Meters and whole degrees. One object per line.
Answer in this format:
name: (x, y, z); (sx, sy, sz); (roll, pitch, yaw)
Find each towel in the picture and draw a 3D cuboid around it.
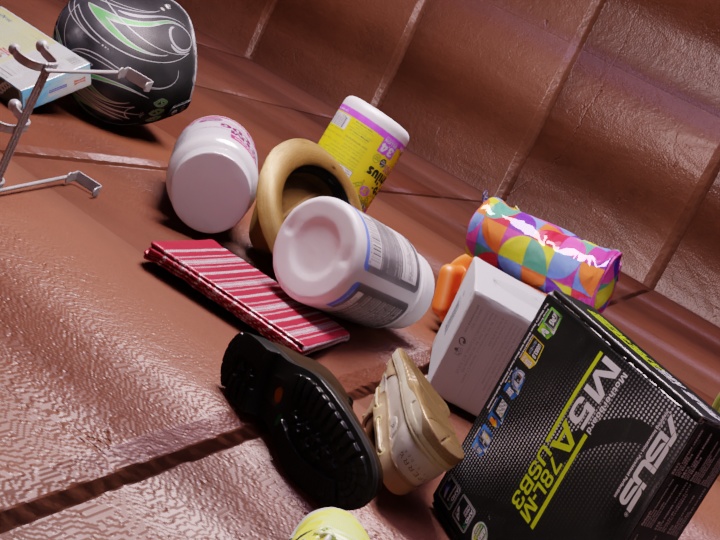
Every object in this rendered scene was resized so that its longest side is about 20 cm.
towel: (-0.114, 0.025, 1.015); (0.198, 0.023, 0.144); (33, 12, 14)

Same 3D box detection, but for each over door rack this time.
over door rack: (-0.318, -0.152, 1.013); (0.066, 0.149, 0.199); (35, 16, 15)

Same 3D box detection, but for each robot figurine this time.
robot figurine: (0.180, 0.043, 1.312); (0.198, 0.143, 0.118); (12, 54, -47)

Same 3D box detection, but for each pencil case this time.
pencil case: (0.221, -0.023, 1.200); (0.198, 0.090, 0.088); (30, 13, 29)

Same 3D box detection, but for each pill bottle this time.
pill bottle: (-0.181, -0.119, 1.219); (0.112, 0.115, 0.200); (23, 14, -14)
pill bottle: (0.000, 0.000, 1.094); (0.113, 0.115, 0.199); (35, 5, 32)
pill bottle: (-0.026, -0.121, 1.318); (0.103, 0.202, 0.104); (32, 4, -2)

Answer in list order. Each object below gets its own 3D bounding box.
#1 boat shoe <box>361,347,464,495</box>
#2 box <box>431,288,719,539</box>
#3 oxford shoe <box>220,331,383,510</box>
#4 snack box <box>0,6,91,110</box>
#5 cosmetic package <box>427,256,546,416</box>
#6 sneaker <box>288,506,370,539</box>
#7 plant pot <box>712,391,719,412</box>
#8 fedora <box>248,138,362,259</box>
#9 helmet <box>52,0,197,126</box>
boat shoe: (0.033, 0.123, 0.822); (0.074, 0.069, 0.200); (50, 6, -8)
box: (0.144, 0.142, 0.692); (0.047, 0.202, 0.193); (22, 15, -24)
oxford shoe: (-0.029, 0.110, 0.753); (0.083, 0.074, 0.200); (18, 16, -38)
snack box: (-0.478, -0.292, 1.351); (0.199, 0.038, 0.116); (33, 45, 24)
cosmetic package: (0.187, 0.099, 1.094); (0.197, 0.125, 0.199); (27, 13, 2)
sneaker: (-0.011, 0.175, 0.533); (0.074, 0.077, 0.200); (24, 12, -3)
plant pot: (0.543, 0.238, 1.195); (0.197, 0.202, 0.191); (24, 26, -8)
fedora: (-0.075, -0.060, 1.202); (0.081, 0.205, 0.199); (-19, -17, 35)
helmet: (-0.352, -0.312, 1.445); (0.188, 0.203, 0.200); (-1, 27, -33)
